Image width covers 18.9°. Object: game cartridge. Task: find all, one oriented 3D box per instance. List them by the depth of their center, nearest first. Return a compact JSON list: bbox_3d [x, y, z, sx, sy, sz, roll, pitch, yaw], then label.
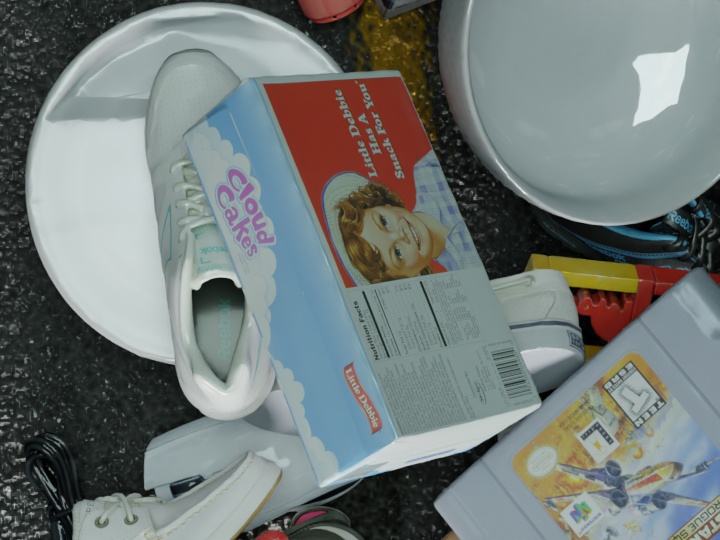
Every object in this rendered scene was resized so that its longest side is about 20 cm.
[{"bbox_3d":[0.150,0.113,1.159,0.200,0.041,0.133,-44,71,15],"label":"game cartridge"}]

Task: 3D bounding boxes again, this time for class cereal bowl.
[{"bbox_3d":[0.127,-0.130,1.173,0.199,0.083,0.202,-7,108,-22],"label":"cereal bowl"}]

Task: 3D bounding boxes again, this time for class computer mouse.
[{"bbox_3d":[-0.087,0.118,1.250,0.199,0.044,0.110,-19,87,-5],"label":"computer mouse"}]

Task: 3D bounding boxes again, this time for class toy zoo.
[{"bbox_3d":[0.156,0.059,1.250,0.198,0.020,0.132,6,117,-4],"label":"toy zoo"}]

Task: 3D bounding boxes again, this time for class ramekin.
[{"bbox_3d":[-0.090,-0.046,1.237,0.201,0.094,0.204,0,86,-4],"label":"ramekin"}]

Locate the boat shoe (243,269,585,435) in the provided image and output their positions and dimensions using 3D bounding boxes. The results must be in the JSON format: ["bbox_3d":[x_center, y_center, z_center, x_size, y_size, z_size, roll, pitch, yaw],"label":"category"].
[{"bbox_3d":[0.025,0.040,1.208,0.199,0.071,0.070,-14,58,15],"label":"boat shoe"}]

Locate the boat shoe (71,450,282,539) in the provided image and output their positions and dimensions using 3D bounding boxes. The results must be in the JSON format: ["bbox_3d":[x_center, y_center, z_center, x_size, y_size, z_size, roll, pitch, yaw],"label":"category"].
[{"bbox_3d":[-0.135,0.156,1.195,0.200,0.071,0.069,-38,93,2],"label":"boat shoe"}]

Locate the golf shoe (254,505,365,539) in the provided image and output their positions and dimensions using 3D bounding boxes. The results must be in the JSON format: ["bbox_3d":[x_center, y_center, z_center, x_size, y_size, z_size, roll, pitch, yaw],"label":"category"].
[{"bbox_3d":[-0.077,0.214,1.213,0.200,0.088,0.077,-43,102,3],"label":"golf shoe"}]

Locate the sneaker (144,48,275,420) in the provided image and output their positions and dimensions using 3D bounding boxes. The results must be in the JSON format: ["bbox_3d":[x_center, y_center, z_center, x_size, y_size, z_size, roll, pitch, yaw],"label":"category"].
[{"bbox_3d":[-0.075,-0.022,1.150,0.070,0.080,0.202,-8,85,-3],"label":"sneaker"}]

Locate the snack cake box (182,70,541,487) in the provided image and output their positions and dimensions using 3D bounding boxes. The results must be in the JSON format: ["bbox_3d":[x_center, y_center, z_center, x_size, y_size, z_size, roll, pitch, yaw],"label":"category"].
[{"bbox_3d":[0.000,0.000,1.113,0.115,0.067,0.201,-8,71,-45],"label":"snack cake box"}]

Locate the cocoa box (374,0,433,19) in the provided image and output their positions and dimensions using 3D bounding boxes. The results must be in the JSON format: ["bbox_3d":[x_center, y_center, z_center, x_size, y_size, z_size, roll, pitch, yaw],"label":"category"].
[{"bbox_3d":[0.038,-0.269,1.244,0.133,0.131,0.201,-23,88,-5],"label":"cocoa box"}]

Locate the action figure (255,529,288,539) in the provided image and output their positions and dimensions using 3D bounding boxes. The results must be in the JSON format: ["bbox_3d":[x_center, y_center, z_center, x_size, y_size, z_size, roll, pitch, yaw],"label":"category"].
[{"bbox_3d":[-0.101,0.221,1.140,0.065,0.099,0.201,37,107,22],"label":"action figure"}]

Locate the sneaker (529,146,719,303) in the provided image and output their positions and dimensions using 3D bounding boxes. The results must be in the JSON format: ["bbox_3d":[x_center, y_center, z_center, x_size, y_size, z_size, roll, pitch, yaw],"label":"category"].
[{"bbox_3d":[0.191,-0.008,1.260,0.199,0.082,0.074,27,81,-3],"label":"sneaker"}]

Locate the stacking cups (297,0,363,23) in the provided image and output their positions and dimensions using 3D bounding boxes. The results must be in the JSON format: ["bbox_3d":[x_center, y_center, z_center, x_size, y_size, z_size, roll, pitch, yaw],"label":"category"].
[{"bbox_3d":[-0.046,-0.237,1.232,0.060,0.061,0.201,-31,121,-6],"label":"stacking cups"}]

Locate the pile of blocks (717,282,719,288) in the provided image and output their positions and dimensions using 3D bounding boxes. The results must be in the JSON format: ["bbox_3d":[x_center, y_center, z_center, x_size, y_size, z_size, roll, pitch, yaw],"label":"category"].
[{"bbox_3d":[0.246,-0.039,1.202,0.082,0.062,0.201,15,70,-3],"label":"pile of blocks"}]

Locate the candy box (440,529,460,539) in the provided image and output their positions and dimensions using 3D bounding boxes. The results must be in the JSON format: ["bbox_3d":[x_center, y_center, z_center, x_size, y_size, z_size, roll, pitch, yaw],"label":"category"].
[{"bbox_3d":[0.076,0.206,1.225,0.200,0.055,0.116,-41,75,1],"label":"candy box"}]
